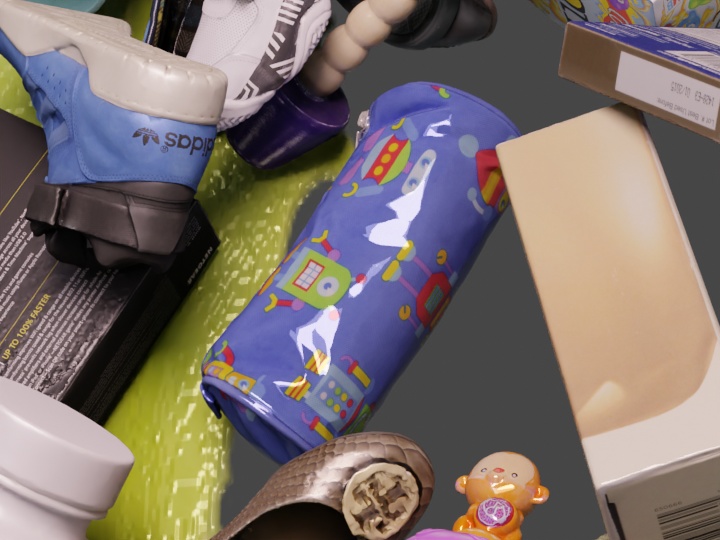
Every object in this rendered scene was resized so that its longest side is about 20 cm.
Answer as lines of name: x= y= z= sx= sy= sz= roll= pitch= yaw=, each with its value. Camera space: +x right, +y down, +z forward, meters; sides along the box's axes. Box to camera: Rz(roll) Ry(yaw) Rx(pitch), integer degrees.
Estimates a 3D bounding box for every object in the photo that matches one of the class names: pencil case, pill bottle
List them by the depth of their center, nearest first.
pill bottle: x=-0.180 y=0.150 z=1.024 sx=0.111 sy=0.111 sz=0.201 roll=30 pitch=94 yaw=23
pencil case: x=0.000 y=0.000 z=1.118 sx=0.087 sy=0.078 sz=0.200 roll=25 pitch=70 yaw=22

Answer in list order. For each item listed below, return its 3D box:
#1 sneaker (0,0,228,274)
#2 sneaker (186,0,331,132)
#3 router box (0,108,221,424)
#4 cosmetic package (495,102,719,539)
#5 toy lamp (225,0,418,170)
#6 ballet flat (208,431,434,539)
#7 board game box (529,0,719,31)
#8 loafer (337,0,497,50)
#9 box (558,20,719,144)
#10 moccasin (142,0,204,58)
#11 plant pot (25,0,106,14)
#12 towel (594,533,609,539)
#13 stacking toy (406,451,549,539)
sneaker: x=-0.133 y=-0.061 z=1.118 sx=0.200 sy=0.076 sz=0.112 roll=28 pitch=107 yaw=52
sneaker: x=-0.056 y=-0.171 z=1.111 sx=0.200 sy=0.115 sz=0.075 roll=-58 pitch=25 yaw=1
router box: x=-0.184 y=0.026 z=1.156 sx=0.149 sy=0.051 sz=0.200 roll=25 pitch=70 yaw=24
cosmetic package: x=0.121 y=0.035 z=1.040 sx=0.071 sy=0.105 sz=0.201 roll=-18 pitch=47 yaw=5
toy lamp: x=0.007 y=-0.123 z=1.143 sx=0.200 sy=0.058 sz=0.058 roll=-45 pitch=57 yaw=28
ballet flat: x=-0.053 y=0.139 z=1.056 sx=0.199 sy=0.068 sz=0.046 roll=-30 pitch=20 yaw=3
board game box: x=0.114 y=-0.193 z=1.180 sx=0.105 sy=0.103 sz=0.200 roll=-42 pitch=63 yaw=-11
loafer: x=-0.003 y=-0.181 z=1.232 sx=0.072 sy=0.063 sz=0.200 roll=-53 pitch=56 yaw=24
box: x=0.205 y=-0.085 z=1.077 sx=0.199 sy=0.033 sz=0.121 roll=-3 pitch=19 yaw=-31
moccasin: x=-0.059 y=-0.171 z=1.185 sx=0.080 sy=0.068 sz=0.201 roll=10 pitch=89 yaw=29
plant pot: x=-0.166 y=-0.252 z=1.222 sx=0.200 sy=0.201 sz=0.161 roll=22 pitch=56 yaw=21
towel: x=0.203 y=0.144 z=1.028 sx=0.199 sy=0.037 sz=0.149 roll=-25 pitch=62 yaw=-2
stacking toy: x=0.041 y=0.157 z=1.030 sx=0.116 sy=0.110 sz=0.200 roll=5 pitch=49 yaw=24
